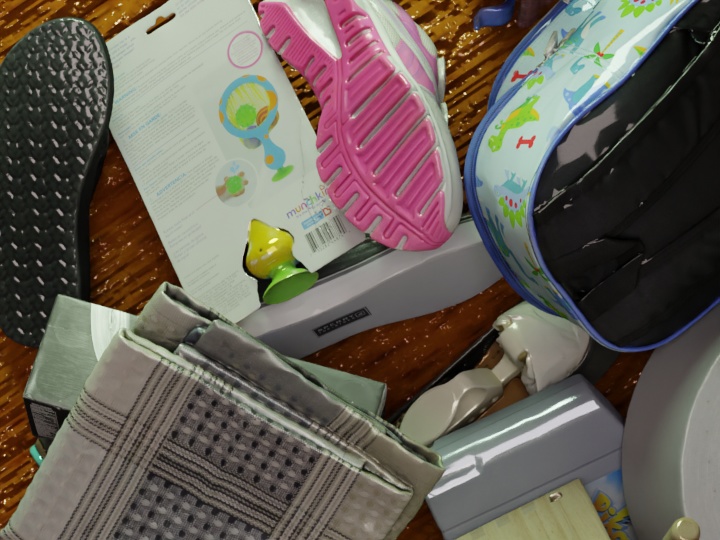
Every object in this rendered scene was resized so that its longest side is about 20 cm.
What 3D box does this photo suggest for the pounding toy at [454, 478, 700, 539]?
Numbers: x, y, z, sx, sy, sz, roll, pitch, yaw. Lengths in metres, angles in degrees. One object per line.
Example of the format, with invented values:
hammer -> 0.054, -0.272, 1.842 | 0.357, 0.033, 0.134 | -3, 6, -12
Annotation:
pounding toy -> 0.133, 0.207, 1.318 | 0.142, 0.184, 0.201 | -26, 111, 2

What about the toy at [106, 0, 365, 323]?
toy -> -0.076, -0.069, 1.432 | 0.115, 0.047, 0.201 | -32, 65, 16

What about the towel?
towel -> -0.080, 0.128, 1.340 | 0.192, 0.035, 0.201 | 32, 114, -3

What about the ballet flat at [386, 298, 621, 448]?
ballet flat -> 0.084, 0.066, 1.428 | 0.200, 0.068, 0.068 | -42, 69, 1

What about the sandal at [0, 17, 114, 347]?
sandal -> -0.186, -0.055, 1.453 | 0.075, 0.048, 0.202 | 12, 106, 11

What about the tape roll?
tape roll -> 0.251, 0.107, 1.390 | 0.199, 0.066, 0.202 | -2, 95, -25

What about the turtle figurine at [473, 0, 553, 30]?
turtle figurine -> 0.038, -0.235, 1.368 | 0.143, 0.194, 0.202 | -8, 88, 4

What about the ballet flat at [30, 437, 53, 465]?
ballet flat -> -0.118, 0.166, 1.436 | 0.068, 0.068, 0.201 | -32, 90, -4

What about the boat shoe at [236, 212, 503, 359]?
boat shoe -> 0.000, 0.000, 1.436 | 0.199, 0.069, 0.057 | -21, 63, 1

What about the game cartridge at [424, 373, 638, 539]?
game cartridge -> 0.126, 0.166, 1.419 | 0.133, 0.040, 0.201 | -27, 111, -1

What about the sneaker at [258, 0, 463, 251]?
sneaker -> 0.018, -0.096, 1.391 | 0.081, 0.088, 0.201 | -37, 59, 28

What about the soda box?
soda box -> -0.088, 0.079, 1.389 | 0.199, 0.063, 0.071 | 15, 68, 4

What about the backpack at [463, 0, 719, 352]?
backpack -> 0.157, -0.064, 1.367 | 0.200, 0.147, 0.183 | -43, 122, -11
